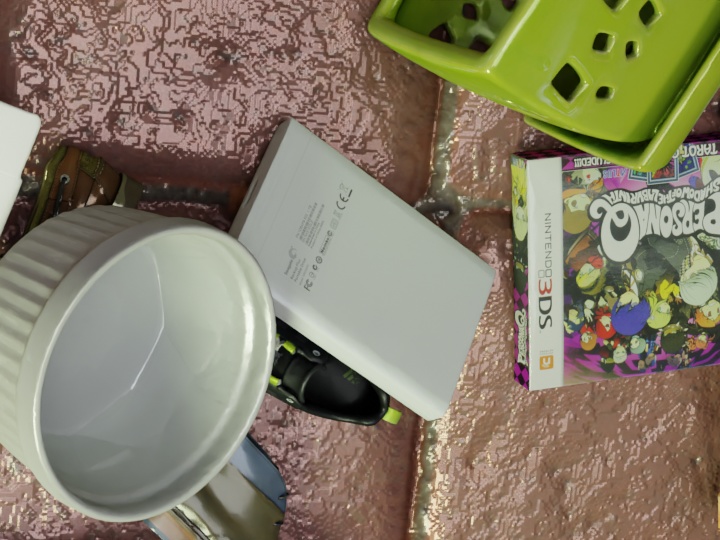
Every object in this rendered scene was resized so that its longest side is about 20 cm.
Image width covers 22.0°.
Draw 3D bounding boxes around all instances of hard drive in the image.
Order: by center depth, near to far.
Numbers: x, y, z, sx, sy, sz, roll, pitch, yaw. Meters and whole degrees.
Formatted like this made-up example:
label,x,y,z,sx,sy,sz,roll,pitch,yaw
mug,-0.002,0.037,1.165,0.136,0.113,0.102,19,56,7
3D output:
label,x,y,z,sx,sy,sz,roll,pitch,yaw
hard drive,0.000,0.000,1.324,0.200,0.027,0.132,35,57,-21

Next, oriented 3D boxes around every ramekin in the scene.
label,x,y,z,sx,sy,sz,roll,pitch,yaw
ramekin,-0.161,0.053,1.207,0.200,0.105,0.201,-22,122,-40

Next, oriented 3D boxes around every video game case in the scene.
label,x,y,z,sx,sy,sz,roll,pitch,yaw
video game case,0.213,-0.009,1.419,0.199,0.036,0.182,-6,106,-17

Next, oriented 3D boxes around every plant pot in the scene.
label,x,y,z,sx,sy,sz,roll,pitch,yaw
plant pot,0.155,-0.186,1.279,0.181,0.200,0.199,32,91,-29

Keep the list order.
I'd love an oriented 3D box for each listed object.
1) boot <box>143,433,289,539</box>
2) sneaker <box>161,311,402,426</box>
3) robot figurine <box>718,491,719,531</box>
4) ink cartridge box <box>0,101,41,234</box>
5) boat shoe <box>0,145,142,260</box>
label,x,y,z,sx,sy,sz,roll,pitch,yaw
boot,-0.070,0.191,1.353,0.200,0.075,0.097,42,90,-20
sneaker,-0.054,0.055,1.321,0.200,0.083,0.072,25,93,-21
robot figurine,0.329,0.131,1.457,0.145,0.058,0.201,-18,120,-57
ink cartridge box,-0.301,-0.034,1.229,0.117,0.067,0.201,22,96,-21
boat shoe,-0.227,0.010,1.268,0.068,0.072,0.200,30,82,-18
